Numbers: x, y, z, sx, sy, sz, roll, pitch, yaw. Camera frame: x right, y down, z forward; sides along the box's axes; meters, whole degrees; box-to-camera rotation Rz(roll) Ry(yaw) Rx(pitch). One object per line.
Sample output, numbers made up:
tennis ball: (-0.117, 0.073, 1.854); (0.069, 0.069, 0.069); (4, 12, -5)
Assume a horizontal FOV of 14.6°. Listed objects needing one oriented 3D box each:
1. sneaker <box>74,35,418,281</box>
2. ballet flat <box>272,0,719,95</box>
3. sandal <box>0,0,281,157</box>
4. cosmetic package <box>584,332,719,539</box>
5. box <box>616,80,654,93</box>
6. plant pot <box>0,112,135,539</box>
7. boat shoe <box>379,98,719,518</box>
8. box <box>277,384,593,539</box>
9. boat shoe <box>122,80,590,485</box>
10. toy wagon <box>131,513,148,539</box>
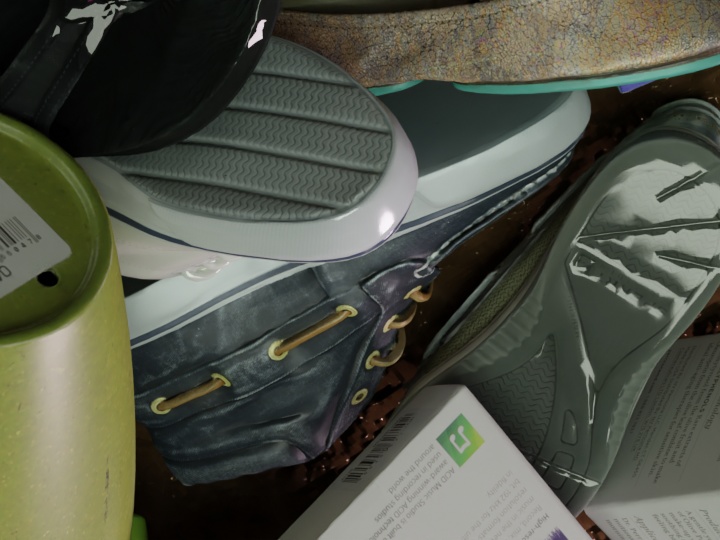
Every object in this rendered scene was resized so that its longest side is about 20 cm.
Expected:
sneaker: (-0.053, -0.031, 0.896); (0.073, 0.200, 0.071); (-56, 134, -20)
ballet flat: (0.025, -0.089, 0.887); (0.199, 0.068, 0.068); (-5, 113, 24)
sandal: (-0.107, -0.068, 0.856); (0.200, 0.048, 0.076); (-11, 83, 38)
cosmetic package: (0.189, 0.075, 0.957); (0.200, 0.085, 0.108); (-12, 130, 46)
box: (0.100, -0.167, 0.893); (0.117, 0.048, 0.200); (-22, 118, 6)
plant pot: (-0.143, 0.047, 0.872); (0.186, 0.188, 0.200); (13, 137, -13)
boat shoe: (0.067, 0.028, 0.990); (0.074, 0.065, 0.202); (31, 114, -3)
box: (0.043, 0.160, 0.950); (0.144, 0.036, 0.200); (-44, 102, -20)
boat shoe: (0.000, 0.000, 0.967); (0.200, 0.071, 0.091); (-24, 121, 15)
toy wagon: (-0.090, 0.167, 0.998); (0.199, 0.040, 0.156); (-14, 76, 18)
